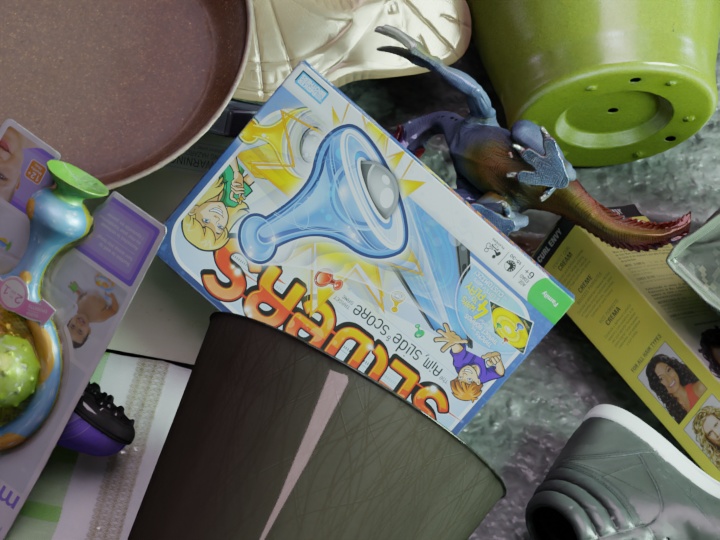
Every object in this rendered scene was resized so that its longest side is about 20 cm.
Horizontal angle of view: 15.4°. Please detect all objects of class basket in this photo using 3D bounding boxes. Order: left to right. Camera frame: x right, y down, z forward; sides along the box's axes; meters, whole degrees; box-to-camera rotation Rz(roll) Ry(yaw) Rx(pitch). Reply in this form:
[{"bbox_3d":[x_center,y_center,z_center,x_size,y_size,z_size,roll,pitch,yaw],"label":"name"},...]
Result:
[{"bbox_3d":[-0.050,0.152,1.348,0.180,0.136,0.200,33,74,-9],"label":"basket"}]

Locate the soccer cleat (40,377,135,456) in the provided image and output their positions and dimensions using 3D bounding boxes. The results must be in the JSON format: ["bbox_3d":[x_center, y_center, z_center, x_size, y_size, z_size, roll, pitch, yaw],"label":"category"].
[{"bbox_3d":[-0.213,0.063,1.452,0.200,0.068,0.073,28,86,20],"label":"soccer cleat"}]

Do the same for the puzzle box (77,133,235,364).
[{"bbox_3d":[-0.091,-0.012,1.513,0.199,0.025,0.134,11,92,-5],"label":"puzzle box"}]

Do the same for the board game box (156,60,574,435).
[{"bbox_3d":[0.000,0.000,1.463,0.200,0.034,0.135,40,96,0],"label":"board game box"}]

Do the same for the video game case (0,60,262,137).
[{"bbox_3d":[-0.148,-0.105,1.549,0.199,0.019,0.143,13,6,13],"label":"video game case"}]

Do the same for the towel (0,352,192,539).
[{"bbox_3d":[-0.098,0.119,1.465,0.199,0.031,0.150,13,49,2],"label":"towel"}]

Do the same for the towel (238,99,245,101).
[{"bbox_3d":[-0.076,-0.197,1.706,0.148,0.037,0.200,-21,59,-25],"label":"towel"}]

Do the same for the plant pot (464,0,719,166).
[{"bbox_3d":[0.143,-0.176,1.648,0.200,0.201,0.194,-1,64,-12],"label":"plant pot"}]

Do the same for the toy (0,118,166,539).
[{"bbox_3d":[-0.196,0.033,1.389,0.115,0.200,0.047,34,10,20],"label":"toy"}]

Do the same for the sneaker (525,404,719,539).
[{"bbox_3d":[0.176,0.163,1.457,0.200,0.071,0.099,34,56,23],"label":"sneaker"}]

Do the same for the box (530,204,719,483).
[{"bbox_3d":[0.188,0.047,1.544,0.075,0.050,0.200,-7,48,-50],"label":"box"}]

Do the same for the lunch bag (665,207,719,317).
[{"bbox_3d":[0.289,0.025,1.514,0.200,0.118,0.164,48,16,10],"label":"lunch bag"}]

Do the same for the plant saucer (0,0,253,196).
[{"bbox_3d":[-0.155,-0.121,1.464,0.200,0.037,0.201,-3,63,6],"label":"plant saucer"}]

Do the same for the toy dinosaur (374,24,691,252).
[{"bbox_3d":[0.073,-0.052,1.564,0.200,0.105,0.182,29,9,-8],"label":"toy dinosaur"}]

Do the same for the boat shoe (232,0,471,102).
[{"bbox_3d":[-0.033,-0.140,1.613,0.199,0.065,0.072,-9,93,-20],"label":"boat shoe"}]
